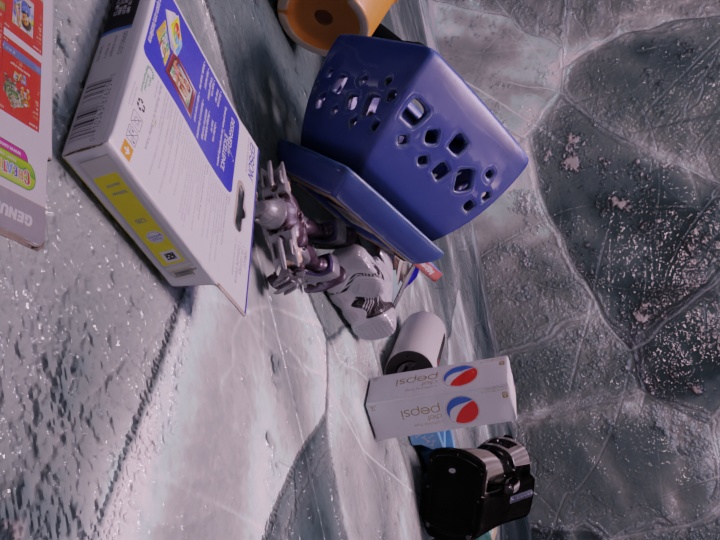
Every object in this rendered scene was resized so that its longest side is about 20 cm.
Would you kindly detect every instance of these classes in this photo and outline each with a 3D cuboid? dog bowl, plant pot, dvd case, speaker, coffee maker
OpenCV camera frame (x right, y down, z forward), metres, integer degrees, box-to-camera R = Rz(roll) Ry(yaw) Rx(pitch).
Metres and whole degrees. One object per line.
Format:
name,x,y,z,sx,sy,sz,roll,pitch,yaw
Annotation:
dog bowl,0.123,0.278,1.390,0.112,0.049,0.201,-82,156,-53
plant pot,-0.026,-0.394,1.074,0.201,0.198,0.185,61,38,-51
dvd case,0.032,-0.051,1.249,0.146,0.022,0.201,-60,138,-45
speaker,0.092,0.134,1.321,0.200,0.080,0.082,-53,130,-72
plant pot,0.034,-0.131,0.925,0.200,0.181,0.200,39,-4,-36
coffee maker,0.189,0.377,1.345,0.199,0.134,0.194,9,112,-54

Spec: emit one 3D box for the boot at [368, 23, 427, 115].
boot,-0.004,-0.295,1.235,0.168,0.200,0.077,41,-13,50

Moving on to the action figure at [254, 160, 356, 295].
action figure,-0.068,-0.034,0.848,0.200,0.069,0.132,37,51,-64

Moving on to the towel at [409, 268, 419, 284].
towel,0.067,-0.041,1.415,0.200,0.049,0.149,-31,108,-75

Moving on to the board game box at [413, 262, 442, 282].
board game box,0.032,-0.060,1.133,0.200,0.019,0.103,37,9,-41

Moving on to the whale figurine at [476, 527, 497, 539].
whale figurine,0.191,0.495,1.361,0.103,0.159,0.201,33,29,-13

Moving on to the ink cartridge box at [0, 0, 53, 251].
ink cartridge box,-0.209,-0.107,0.299,0.200,0.083,0.178,42,39,-67

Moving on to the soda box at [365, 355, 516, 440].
soda box,0.112,0.176,1.114,0.068,0.198,0.064,-73,148,-62

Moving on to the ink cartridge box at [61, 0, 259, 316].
ink cartridge box,-0.143,-0.094,0.642,0.201,0.046,0.199,65,18,-48

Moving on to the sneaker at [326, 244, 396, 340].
sneaker,0.000,0.000,1.078,0.201,0.074,0.116,67,16,-54
